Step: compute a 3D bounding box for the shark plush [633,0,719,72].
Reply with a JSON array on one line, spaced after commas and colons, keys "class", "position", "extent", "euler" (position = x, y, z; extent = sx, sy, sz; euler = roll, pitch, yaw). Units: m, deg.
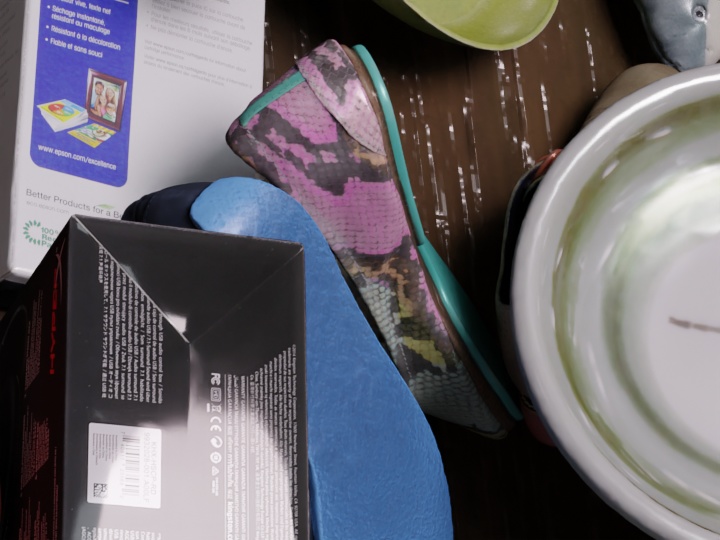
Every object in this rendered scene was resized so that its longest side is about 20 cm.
[{"class": "shark plush", "position": [0.111, -0.182, 1.142], "extent": [0.083, 0.091, 0.200], "euler": [-36, 108, -18]}]

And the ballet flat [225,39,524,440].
[{"class": "ballet flat", "position": [0.000, 0.000, 0.993], "extent": [0.200, 0.071, 0.069], "euler": [63, 1, -47]}]

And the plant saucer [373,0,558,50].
[{"class": "plant saucer", "position": [0.014, -0.177, 1.086], "extent": [0.200, 0.031, 0.201], "euler": [33, 47, -43]}]

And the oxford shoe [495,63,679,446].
[{"class": "oxford shoe", "position": [0.097, -0.026, 1.060], "extent": [0.075, 0.070, 0.200], "euler": [62, 29, -33]}]

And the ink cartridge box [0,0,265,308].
[{"class": "ink cartridge box", "position": [-0.085, -0.075, 1.007], "extent": [0.099, 0.039, 0.201], "euler": [15, 65, -28]}]

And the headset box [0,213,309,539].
[{"class": "headset box", "position": [-0.081, 0.090, 0.842], "extent": [0.075, 0.200, 0.149], "euler": [7, 66, -19]}]

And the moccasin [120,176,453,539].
[{"class": "moccasin", "position": [-0.023, 0.050, 0.962], "extent": [0.080, 0.068, 0.201], "euler": [-39, 122, -39]}]

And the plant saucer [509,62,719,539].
[{"class": "plant saucer", "position": [0.149, 0.023, 0.978], "extent": [0.199, 0.050, 0.201], "euler": [2, 64, -4]}]
